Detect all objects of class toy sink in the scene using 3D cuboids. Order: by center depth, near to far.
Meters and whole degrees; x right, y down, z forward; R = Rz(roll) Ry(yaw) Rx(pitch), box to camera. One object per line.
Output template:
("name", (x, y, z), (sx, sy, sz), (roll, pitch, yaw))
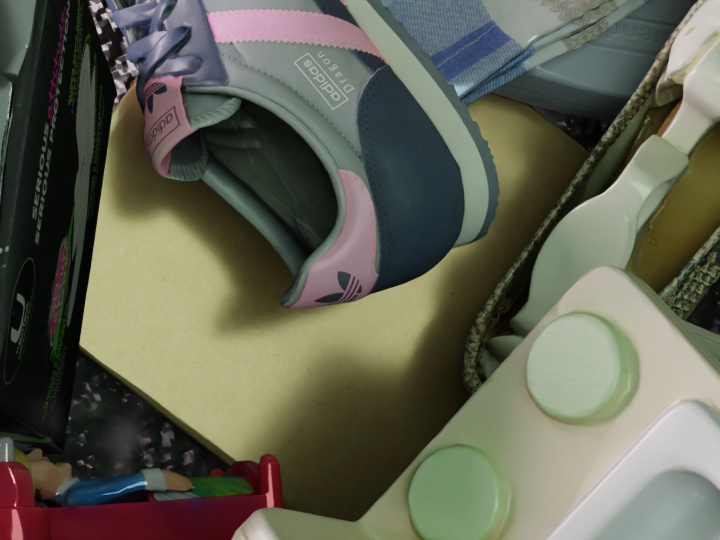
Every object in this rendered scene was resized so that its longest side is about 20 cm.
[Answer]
("toy sink", (0.085, 0.085, 0.623), (0.112, 0.200, 0.130), (-49, 59, 13))

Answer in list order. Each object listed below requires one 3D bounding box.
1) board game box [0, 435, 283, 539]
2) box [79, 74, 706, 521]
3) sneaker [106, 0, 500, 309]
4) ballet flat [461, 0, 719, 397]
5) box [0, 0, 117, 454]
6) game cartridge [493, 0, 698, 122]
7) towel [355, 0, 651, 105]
("board game box", (-0.078, 0.068, 0.686), (0.158, 0.200, 0.039), (-8, 82, 22))
("box", (0.000, 0.000, 0.799), (0.200, 0.021, 0.164), (38, 79, -7))
("sneaker", (-0.047, -0.073, 0.731), (0.200, 0.070, 0.082), (46, 50, 14))
("ballet flat", (0.100, -0.030, 0.746), (0.068, 0.075, 0.200), (39, 96, 20))
("box", (-0.154, -0.022, 0.665), (0.148, 0.200, 0.125), (7, 81, -1))
("game cartridge", (0.095, -0.117, 0.810), (0.200, 0.041, 0.133), (8, 74, -14))
("towel", (0.063, -0.152, 0.778), (0.200, 0.024, 0.147), (-31, 89, -19))
